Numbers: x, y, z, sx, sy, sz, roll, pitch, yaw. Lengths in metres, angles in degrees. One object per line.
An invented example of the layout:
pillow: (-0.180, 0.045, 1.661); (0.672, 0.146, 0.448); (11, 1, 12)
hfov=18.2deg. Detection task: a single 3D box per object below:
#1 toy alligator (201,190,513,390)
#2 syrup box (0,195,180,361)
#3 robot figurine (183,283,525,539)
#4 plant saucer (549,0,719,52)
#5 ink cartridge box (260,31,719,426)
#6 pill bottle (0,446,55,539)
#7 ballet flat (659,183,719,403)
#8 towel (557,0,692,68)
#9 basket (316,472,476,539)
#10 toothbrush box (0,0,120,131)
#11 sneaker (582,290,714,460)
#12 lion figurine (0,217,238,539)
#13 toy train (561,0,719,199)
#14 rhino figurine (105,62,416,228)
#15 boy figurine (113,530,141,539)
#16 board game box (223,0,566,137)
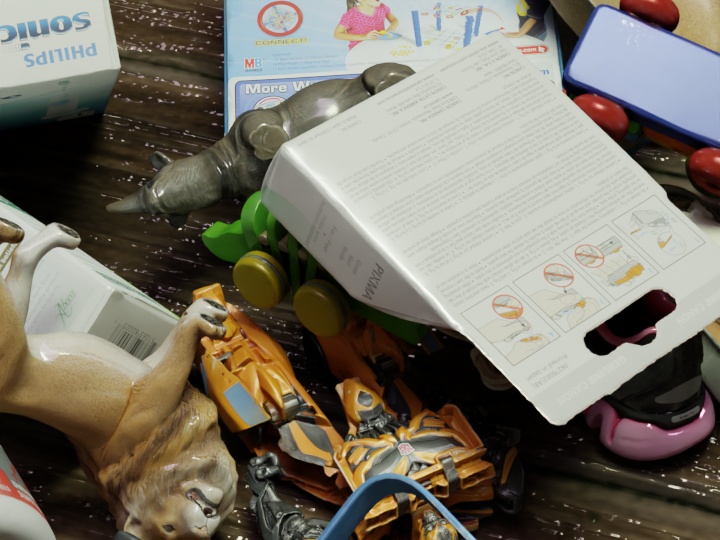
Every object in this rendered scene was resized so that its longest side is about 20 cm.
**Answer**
toy alligator: (0.000, 0.000, 1.142); (0.199, 0.054, 0.059); (24, 48, 27)
syrup box: (-0.195, 0.006, 1.194); (0.200, 0.079, 0.082); (33, 90, 33)
robot figurine: (-0.006, 0.073, 1.145); (0.145, 0.058, 0.200); (-22, 45, -20)
plant saucer: (0.148, -0.187, 1.345); (0.035, 0.200, 0.201); (-34, 30, 32)
ink cartridge box: (0.074, -0.015, 1.116); (0.161, 0.050, 0.200); (-30, 68, -34)
pill bottle: (-0.233, 0.098, 1.085); (0.116, 0.116, 0.200); (-22, 44, -20)
ballet flat: (0.200, 0.025, 1.185); (0.067, 0.064, 0.200); (-18, 44, -21)
towel: (0.108, -0.195, 1.456); (0.132, 0.035, 0.200); (-25, 47, -22)
basket: (0.003, 0.201, 0.928); (0.200, 0.139, 0.176); (-48, 53, -2)
toothbrush box: (-0.218, -0.128, 1.278); (0.146, 0.086, 0.200); (-11, 0, -8)
sneaker: (0.114, 0.009, 1.185); (0.079, 0.096, 0.200); (-29, 47, -24)
lion figurine: (-0.138, 0.053, 1.084); (0.200, 0.123, 0.072); (29, 9, -13)
toy train: (0.207, -0.068, 1.229); (0.199, 0.116, 0.085); (25, 76, 8)
rhino figurine: (-0.043, -0.063, 1.229); (0.199, 0.060, 0.087); (-20, 12, -5)
boy figurine: (-0.131, 0.214, 0.963); (0.064, 0.124, 0.200); (32, 77, 0)
board game box: (0.018, -0.144, 1.349); (0.199, 0.056, 0.196); (-3, 57, 1)
